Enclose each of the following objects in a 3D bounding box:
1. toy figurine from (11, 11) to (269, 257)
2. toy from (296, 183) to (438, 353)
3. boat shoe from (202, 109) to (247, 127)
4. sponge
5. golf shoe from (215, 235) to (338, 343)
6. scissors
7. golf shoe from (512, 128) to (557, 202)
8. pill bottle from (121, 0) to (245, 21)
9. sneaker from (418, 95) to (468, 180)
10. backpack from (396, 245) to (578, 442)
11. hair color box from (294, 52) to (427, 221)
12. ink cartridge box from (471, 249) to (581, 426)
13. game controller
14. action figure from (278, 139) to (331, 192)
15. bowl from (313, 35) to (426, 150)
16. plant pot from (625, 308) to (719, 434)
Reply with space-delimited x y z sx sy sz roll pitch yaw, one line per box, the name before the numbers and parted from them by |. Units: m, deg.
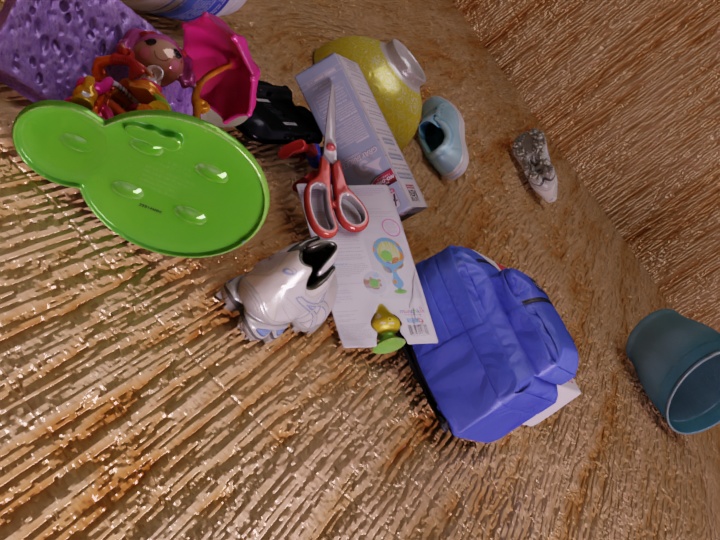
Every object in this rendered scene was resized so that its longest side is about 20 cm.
toy figurine | -0.158 -0.136 0.872 0.199 0.150 0.185 20 47 -15
toy | 0.000 0.000 1.155 0.114 0.047 0.201 -1 56 -29
boat shoe | -0.189 -0.170 1.011 0.062 0.072 0.199 23 16 36
sponge | -0.216 -0.169 0.907 0.200 0.030 0.112 35 68 -42
golf shoe | -0.047 0.009 0.994 0.079 0.097 0.200 53 19 3
scissors | -0.039 -0.125 1.172 0.073 0.014 0.201 -1 65 -25
golf shoe | 0.390 -0.229 2.381 0.201 0.078 0.097 -94 160 -47
pill bottle | -0.198 -0.332 1.178 0.112 0.112 0.200 56 20 7
sneaker | 0.131 -0.244 1.820 0.082 0.074 0.201 41 23 -39
backpack | 0.135 0.069 1.202 0.201 0.167 0.162 61 10 23
hair color box | 0.003 -0.151 1.280 0.201 0.060 0.099 64 16 4
ink cartridge box | 0.185 0.089 1.392 0.144 0.084 0.201 23 37 -56
game controller | -0.110 -0.179 1.220 0.104 0.042 0.200 49 20 9
action figure | -0.043 -0.118 1.272 0.066 0.051 0.200 62 18 7
bowl | 0.033 -0.283 1.619 0.200 0.107 0.201 44 23 -24
plant pot | 0.621 0.179 2.080 0.200 0.200 0.188 36 12 -40
